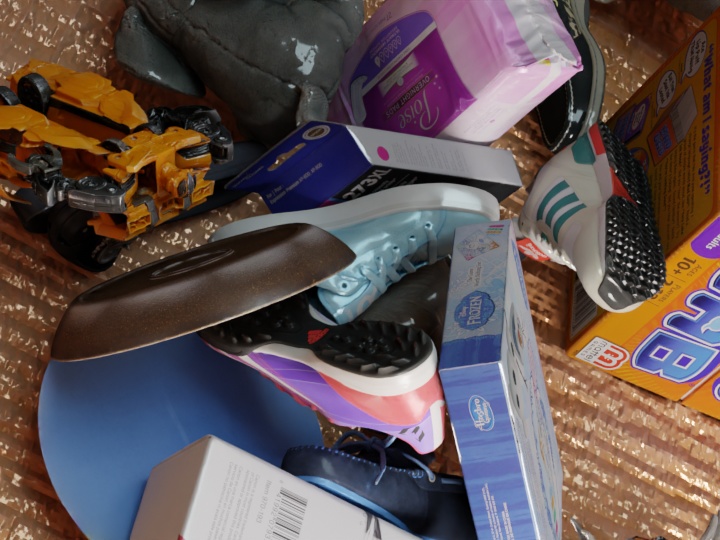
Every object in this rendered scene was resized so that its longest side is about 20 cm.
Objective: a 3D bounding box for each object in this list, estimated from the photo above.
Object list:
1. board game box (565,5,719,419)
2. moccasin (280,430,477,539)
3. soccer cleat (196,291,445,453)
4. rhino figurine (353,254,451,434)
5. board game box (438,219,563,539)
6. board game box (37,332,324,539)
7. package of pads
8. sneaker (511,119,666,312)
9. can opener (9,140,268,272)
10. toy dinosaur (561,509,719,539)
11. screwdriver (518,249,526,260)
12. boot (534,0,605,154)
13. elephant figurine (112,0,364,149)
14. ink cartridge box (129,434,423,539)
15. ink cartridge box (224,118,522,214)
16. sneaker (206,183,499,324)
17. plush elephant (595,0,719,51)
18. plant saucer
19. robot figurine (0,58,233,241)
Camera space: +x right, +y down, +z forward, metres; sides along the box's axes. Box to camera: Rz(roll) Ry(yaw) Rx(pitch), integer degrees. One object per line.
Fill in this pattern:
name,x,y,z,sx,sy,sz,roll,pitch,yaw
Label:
board game box,0.289,-0.030,1.825,0.199,0.200,0.200,22,50,-18
moccasin,0.015,0.136,1.589,0.200,0.080,0.068,31,66,-53
soccer cleat,-0.028,0.060,1.542,0.068,0.200,0.073,-37,126,-34
rhino figurine,0.036,0.046,1.702,0.087,0.060,0.200,39,42,-9
board game box,0.092,0.100,1.586,0.043,0.200,0.199,-9,25,10
board game box,-0.117,0.116,1.574,0.200,0.039,0.158,-18,76,-37
package of pads,0.059,-0.141,1.757,0.076,0.200,0.121,-5,65,-41
sneaker,0.152,-0.021,1.730,0.070,0.093,0.200,45,25,-26
can opener,-0.135,-0.054,1.663,0.200,0.063,0.079,-19,70,-40
toy dinosaur,0.164,0.237,1.667,0.105,0.201,0.181,23,8,37
screwdriver,0.094,-0.011,1.738,0.029,0.028,0.200,16,9,9
boot,0.101,-0.178,1.902,0.153,0.074,0.204,14,48,-21
elephant figurine,-0.110,-0.173,1.725,0.200,0.155,0.142,30,65,-10
ink cartridge box,-0.043,0.211,1.496,0.200,0.083,0.146,29,58,-21
ink cartridge box,0.011,-0.058,1.711,0.200,0.095,0.037,8,56,-44
sneaker,0.000,0.000,1.674,0.199,0.074,0.082,-12,65,3
plush elephant,0.255,-0.272,2.020,0.155,0.200,0.165,33,29,22
plant saucer,-0.101,0.009,1.547,0.200,0.200,0.032,-23,99,-41
robot figurine,-0.176,-0.077,1.586,0.200,0.058,0.145,25,39,36
